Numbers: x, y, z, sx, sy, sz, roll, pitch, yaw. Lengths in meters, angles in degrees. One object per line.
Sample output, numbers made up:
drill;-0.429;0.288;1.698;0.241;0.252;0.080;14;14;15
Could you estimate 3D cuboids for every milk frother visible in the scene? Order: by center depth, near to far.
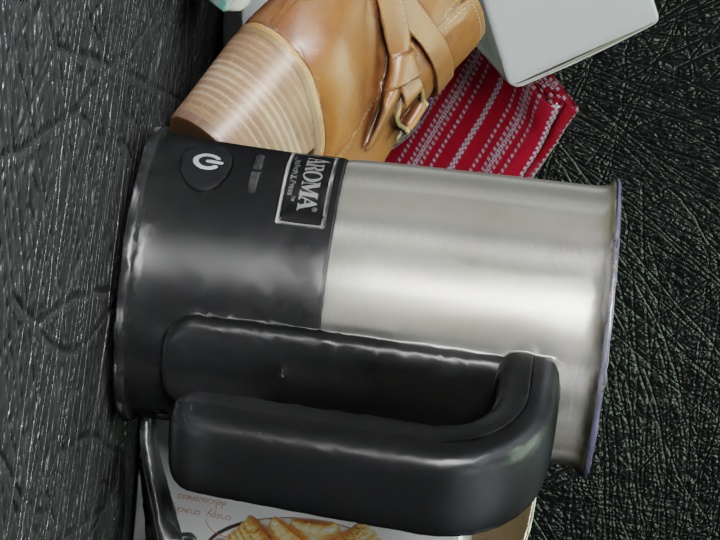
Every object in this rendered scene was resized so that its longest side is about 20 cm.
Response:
milk frother;-0.002;0.061;0.927;0.201;0.187;0.181;93;6;-52

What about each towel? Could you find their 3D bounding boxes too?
towel;0.026;-0.111;1.315;0.022;0.200;0.145;-14;147;-44

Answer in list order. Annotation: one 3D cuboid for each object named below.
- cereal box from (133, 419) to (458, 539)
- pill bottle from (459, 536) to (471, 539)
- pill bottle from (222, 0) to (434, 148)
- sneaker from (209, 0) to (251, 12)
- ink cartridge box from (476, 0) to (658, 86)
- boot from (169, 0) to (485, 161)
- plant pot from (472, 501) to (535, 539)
cereal box;-0.027;0.104;1.023;0.040;0.143;0.201;-66;162;-72
pill bottle;-0.001;0.120;1.152;0.200;0.113;0.114;-74;170;-73
pill bottle;-0.012;-0.116;1.185;0.200;0.112;0.113;38;59;-88
sneaker;-0.043;-0.143;0.921;0.200;0.075;0.089;-72;-176;-77
ink cartridge box;0.060;-0.203;1.163;0.200;0.082;0.146;-121;-171;-59
boot;-0.001;-0.059;1.057;0.155;0.074;0.200;-47;152;-21
plant pot;-0.011;0.127;1.429;0.134;0.199;0.202;-4;-103;57
